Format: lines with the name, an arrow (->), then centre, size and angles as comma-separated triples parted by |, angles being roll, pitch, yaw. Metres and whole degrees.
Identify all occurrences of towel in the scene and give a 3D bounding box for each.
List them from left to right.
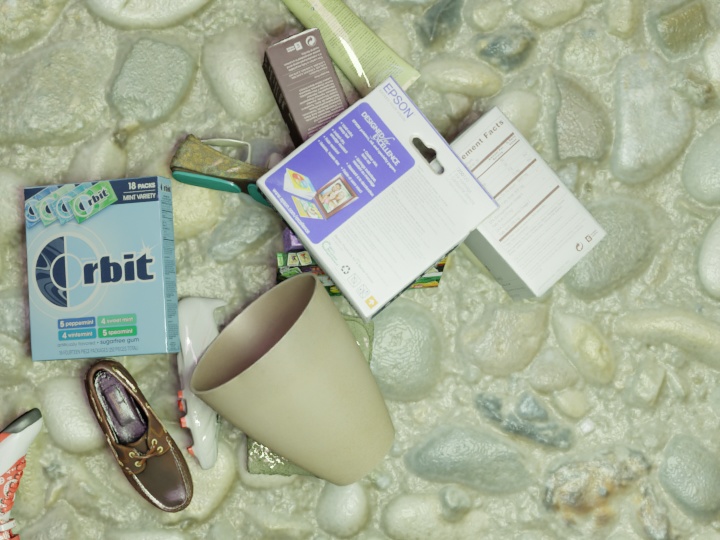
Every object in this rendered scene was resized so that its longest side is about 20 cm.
towel -> -0.062, 0.147, 1.641 | 0.147, 0.036, 0.202 | 6, 86, -5

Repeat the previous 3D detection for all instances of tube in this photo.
tube -> -0.022, -0.281, 1.666 | 0.200, 0.052, 0.058 | 46, 122, -5

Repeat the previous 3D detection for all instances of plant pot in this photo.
plant pot -> -0.057, 0.140, 1.547 | 0.187, 0.187, 0.200 | -43, 107, -7

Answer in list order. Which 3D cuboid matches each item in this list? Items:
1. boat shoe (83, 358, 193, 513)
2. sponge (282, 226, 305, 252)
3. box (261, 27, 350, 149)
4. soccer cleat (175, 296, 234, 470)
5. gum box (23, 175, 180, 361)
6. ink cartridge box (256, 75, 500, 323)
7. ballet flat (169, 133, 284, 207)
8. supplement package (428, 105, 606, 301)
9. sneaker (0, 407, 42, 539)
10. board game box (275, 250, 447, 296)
boat shoe -> -0.258, 0.194, 1.600 | 0.070, 0.070, 0.201 | -33, 92, -8
sponge -> 0.011, -0.043, 1.622 | 0.198, 0.112, 0.030 | -4, 85, -7
box -> -0.047, -0.171, 1.629 | 0.074, 0.100, 0.202 | -24, 89, -7
soccer cleat -> -0.178, 0.129, 1.615 | 0.077, 0.069, 0.202 | -8, 85, -10
gum box -> -0.297, -0.001, 1.593 | 0.168, 0.045, 0.202 | -4, 87, 13
ink cartridge box -> 0.020, -0.080, 1.549 | 0.200, 0.043, 0.199 | -39, 86, -9
ballet flat -> -0.126, -0.114, 1.620 | 0.198, 0.071, 0.071 | 17, 85, 11
supplement package -> 0.172, -0.076, 1.639 | 0.117, 0.117, 0.200 | -42, 92, -7
sneaker -> -0.411, 0.258, 1.581 | 0.201, 0.067, 0.108 | -44, 93, -3
board game box -> 0.000, 0.000, 1.623 | 0.198, 0.105, 0.024 | -5, 69, -6
